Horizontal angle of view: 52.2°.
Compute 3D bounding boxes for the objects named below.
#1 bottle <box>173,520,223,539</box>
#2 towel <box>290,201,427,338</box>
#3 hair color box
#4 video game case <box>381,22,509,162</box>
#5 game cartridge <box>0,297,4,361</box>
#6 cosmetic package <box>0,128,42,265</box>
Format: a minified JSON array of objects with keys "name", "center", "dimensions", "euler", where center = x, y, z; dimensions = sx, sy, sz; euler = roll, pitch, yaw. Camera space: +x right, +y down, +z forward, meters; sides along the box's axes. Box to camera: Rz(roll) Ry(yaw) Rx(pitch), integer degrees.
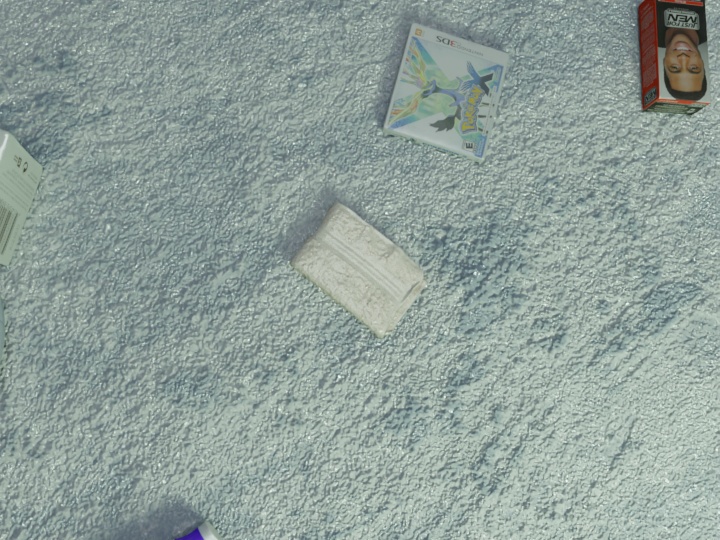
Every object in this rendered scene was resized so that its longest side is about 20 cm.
[{"name":"bottle","center":[-0.281,0.442,1.036],"dimensions":[0.199,0.065,0.084],"euler":[-40,86,-12]},{"name":"towel","center":[0.000,0.000,1.167],"dimensions":[0.199,0.034,0.133],"euler":[38,77,0]},{"name":"hair color box","center":[0.552,-0.383,1.293],"dimensions":[0.100,0.061,0.203],"euler":[2,81,-8]},{"name":"video game case","center":[0.146,-0.303,1.245],"dimensions":[0.180,0.022,0.203],"euler":[16,79,-4]},{"name":"game cartridge","center":[-0.587,0.125,1.051],"dimensions":[0.131,0.041,0.203],"euler":[7,69,-10]},{"name":"cosmetic package","center":[-0.595,-0.124,1.043],"dimensions":[0.197,0.165,0.167],"euler":[16,78,-6]}]
